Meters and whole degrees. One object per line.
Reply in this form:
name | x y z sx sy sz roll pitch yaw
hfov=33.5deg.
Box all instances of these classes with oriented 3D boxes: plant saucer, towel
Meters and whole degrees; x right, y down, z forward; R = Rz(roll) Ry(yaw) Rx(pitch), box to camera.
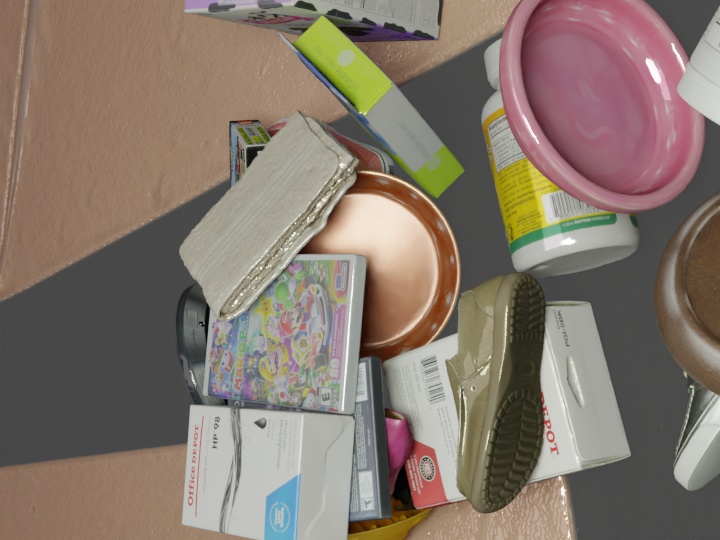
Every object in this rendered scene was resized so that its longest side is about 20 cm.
plant saucer | 0.312 0.005 0.878 0.200 0.032 0.201 -13 58 22
plant saucer | 0.188 -0.138 0.961 0.051 0.200 0.201 -28 69 56
plant saucer | 0.000 0.000 1.188 0.200 0.032 0.201 1 97 5
towel | -0.090 -0.056 1.156 0.200 0.034 0.133 -48 38 6

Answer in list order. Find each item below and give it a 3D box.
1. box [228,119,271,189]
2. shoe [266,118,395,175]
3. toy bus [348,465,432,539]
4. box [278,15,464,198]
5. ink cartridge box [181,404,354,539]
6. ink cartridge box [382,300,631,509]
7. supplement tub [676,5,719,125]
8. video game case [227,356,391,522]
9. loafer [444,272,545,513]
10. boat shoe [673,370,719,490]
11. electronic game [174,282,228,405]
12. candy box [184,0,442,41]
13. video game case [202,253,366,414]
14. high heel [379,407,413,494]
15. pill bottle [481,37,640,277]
box | -0.116 -0.054 1.307 0.110 0.035 0.200 -127 35 -64
shoe | -0.062 -0.124 1.279 0.200 0.091 0.072 23 105 43
toy bus | -0.039 0.232 1.240 0.200 0.135 0.192 54 140 33
box | 0.013 -0.156 1.131 0.048 0.200 0.122 -44 56 3
ink cartridge box | -0.101 0.185 1.104 0.200 0.067 0.116 -3 81 44
ink cartridge box | 0.129 0.125 1.089 0.200 0.083 0.147 -24 73 43
supplement tub | 0.332 -0.189 0.859 0.132 0.132 0.200 43 119 36
video game case | -0.053 0.167 1.120 0.200 0.019 0.143 -17 71 43
loafer | 0.110 0.100 1.002 0.067 0.076 0.200 5 83 46
boat shoe | 0.293 0.077 0.942 0.064 0.071 0.200 36 106 39
electronic game | -0.145 0.108 1.295 0.042 0.200 0.200 -19 74 14
candy box | -0.045 -0.277 1.189 0.168 0.200 0.072 10 96 45
video game case | -0.076 0.056 1.136 0.200 0.018 0.144 0 84 45
high heel | -0.019 0.120 1.145 0.200 0.067 0.096 52 140 42
pill bottle | 0.167 -0.103 1.035 0.113 0.113 0.200 -22 75 43
